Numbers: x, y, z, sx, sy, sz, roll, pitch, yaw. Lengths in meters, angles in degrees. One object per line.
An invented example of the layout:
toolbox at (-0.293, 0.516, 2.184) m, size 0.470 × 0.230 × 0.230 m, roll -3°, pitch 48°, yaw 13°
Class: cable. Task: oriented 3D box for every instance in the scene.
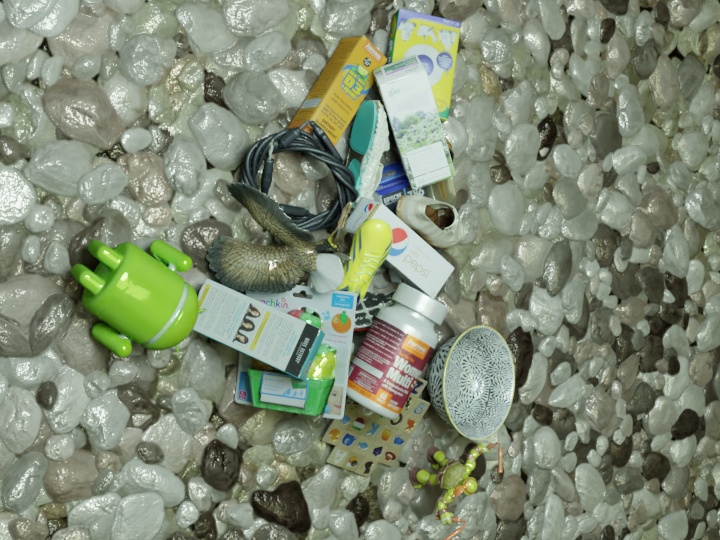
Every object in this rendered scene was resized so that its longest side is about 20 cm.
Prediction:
cable at (-0.094, -0.132, 1.583) m, size 0.163 × 0.051 × 0.200 m, roll -33°, pitch 125°, yaw 1°

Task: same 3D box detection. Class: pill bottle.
pill bottle at (0.056, 0.129, 1.602) m, size 0.109 × 0.109 × 0.201 m, roll 30°, pitch 87°, yaw -30°

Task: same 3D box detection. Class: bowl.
bowl at (0.179, 0.198, 1.776) m, size 0.200 × 0.094 × 0.202 m, roll 2°, pitch 87°, yaw -45°

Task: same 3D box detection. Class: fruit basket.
fruit basket at (-0.105, 0.124, 1.564) m, size 0.184 × 0.094 × 0.201 m, roll 8°, pitch 98°, yaw 12°

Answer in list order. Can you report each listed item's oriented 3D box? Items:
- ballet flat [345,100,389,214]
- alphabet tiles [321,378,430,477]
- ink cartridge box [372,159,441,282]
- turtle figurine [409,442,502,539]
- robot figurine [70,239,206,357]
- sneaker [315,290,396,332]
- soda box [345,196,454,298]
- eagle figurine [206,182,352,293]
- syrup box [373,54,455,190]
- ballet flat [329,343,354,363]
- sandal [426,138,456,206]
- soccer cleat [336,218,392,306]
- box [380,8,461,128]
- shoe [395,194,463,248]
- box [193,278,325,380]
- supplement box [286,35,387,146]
ballet flat at (0.013, -0.189, 1.652) m, size 0.071 × 0.072 × 0.201 m, roll 1°, pitch 118°, yaw -32°
alphabet tiles at (0.029, 0.259, 1.706) m, size 0.166 × 0.006 × 0.201 m, roll 26°, pitch 98°, yaw -36°
ink cartridge box at (0.077, -0.089, 1.735) m, size 0.099 × 0.039 × 0.201 m, roll -23°, pitch 105°, yaw -28°
turtle figurine at (0.152, 0.370, 1.741) m, size 0.064 × 0.161 × 0.201 m, roll 39°, pitch 74°, yaw -28°
robot figurine at (-0.320, 0.038, 1.446) m, size 0.200 × 0.116 × 0.176 m, roll 38°, pitch 80°, yaw -29°
sneaker at (0.018, 0.085, 1.691) m, size 0.199 × 0.085 × 0.077 m, roll -1°, pitch 51°, yaw -17°
soda box at (0.064, -0.037, 1.661) m, size 0.200 × 0.064 × 0.068 m, roll 39°, pitch 83°, yaw -33°
eagle figurine at (-0.123, -0.041, 1.540) m, size 0.199 × 0.151 × 0.153 m, roll 9°, pitch 73°, yaw -28°
syrup box at (0.089, -0.243, 1.640) m, size 0.078 × 0.082 × 0.201 m, roll -19°, pitch 121°, yaw 3°
ballet flat at (-0.021, 0.155, 1.680) m, size 0.200 × 0.068 × 0.063 m, roll 44°, pitch 62°, yaw -36°
sandal at (0.133, -0.198, 1.750) m, size 0.080 × 0.054 × 0.201 m, roll -23°, pitch 101°, yaw -29°
soccer cleat at (0.001, 0.001, 1.574) m, size 0.064 × 0.201 × 0.084 m, roll 20°, pitch 45°, yaw -9°
box at (0.100, -0.335, 1.703) m, size 0.117 × 0.048 × 0.201 m, roll 9°, pitch 87°, yaw -13°
shoe at (0.132, -0.082, 1.702) m, size 0.200 × 0.053 × 0.070 m, roll 19°, pitch 72°, yaw -54°
box at (-0.161, 0.090, 1.519) m, size 0.199 × 0.049 × 0.083 m, roll 24°, pitch 82°, yaw 11°
supplement box at (-0.039, -0.288, 1.631) m, size 0.066 × 0.069 × 0.201 m, roll 38°, pitch 72°, yaw -30°
